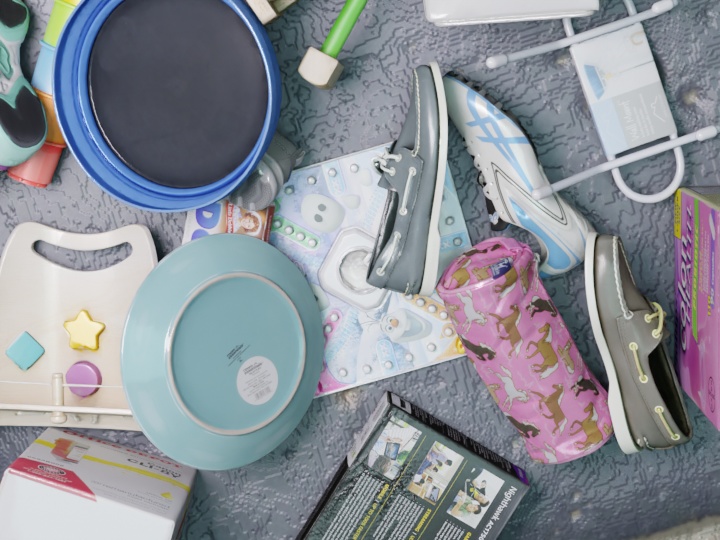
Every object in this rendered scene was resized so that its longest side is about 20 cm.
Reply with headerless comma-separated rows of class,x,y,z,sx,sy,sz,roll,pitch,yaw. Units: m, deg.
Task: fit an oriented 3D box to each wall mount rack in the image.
wall mount rack,0.202,-0.145,1.445,0.173,0.075,0.200,-19,92,-3

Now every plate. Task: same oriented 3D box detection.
plate,-0.108,0.069,1.432,0.200,0.026,0.201,-2,93,-36

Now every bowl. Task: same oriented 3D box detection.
bowl,-0.156,-0.148,1.398,0.200,0.039,0.201,5,103,21

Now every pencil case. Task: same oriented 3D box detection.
pencil case,0.145,0.071,1.468,0.086,0.083,0.200,-11,115,43

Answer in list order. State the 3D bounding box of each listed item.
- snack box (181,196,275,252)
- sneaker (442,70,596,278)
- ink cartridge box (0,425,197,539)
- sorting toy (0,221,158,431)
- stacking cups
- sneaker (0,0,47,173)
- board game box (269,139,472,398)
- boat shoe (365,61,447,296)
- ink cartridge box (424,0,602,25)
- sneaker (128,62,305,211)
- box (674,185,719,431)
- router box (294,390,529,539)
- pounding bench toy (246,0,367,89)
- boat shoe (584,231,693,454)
snack box,-0.127,0.029,1.492,0.072,0.024,0.200,14,105,11
sneaker,0.124,-0.081,1.466,0.072,0.072,0.200,-36,95,-1
ink cartridge box,-0.224,0.204,1.448,0.145,0.200,0.084,18,95,-2
sorting toy,-0.244,0.048,1.482,0.199,0.107,0.181,2,87,8
stacking cups,-0.252,-0.168,1.466,0.060,0.061,0.200,17,99,-2
sneaker,-0.344,-0.162,1.463,0.140,0.078,0.200,-30,63,38
board game box,0.000,0.000,1.502,0.200,0.026,0.200,-16,98,3
boat shoe,0.039,-0.076,1.442,0.062,0.073,0.201,3,103,-3
ink cartridge box,0.118,-0.309,1.386,0.145,0.083,0.200,-1,111,16
sneaker,-0.138,-0.128,1.471,0.200,0.082,0.075,39,132,9
box,0.322,0.024,1.412,0.096,0.200,0.176,-1,99,1
router box,0.035,0.231,1.521,0.149,0.051,0.200,31,98,-5
pounding bench toy,-0.028,-0.269,1.414,0.156,0.124,0.200,-34,96,5
boat shoe,0.235,0.059,1.456,0.060,0.072,0.202,-8,107,24
